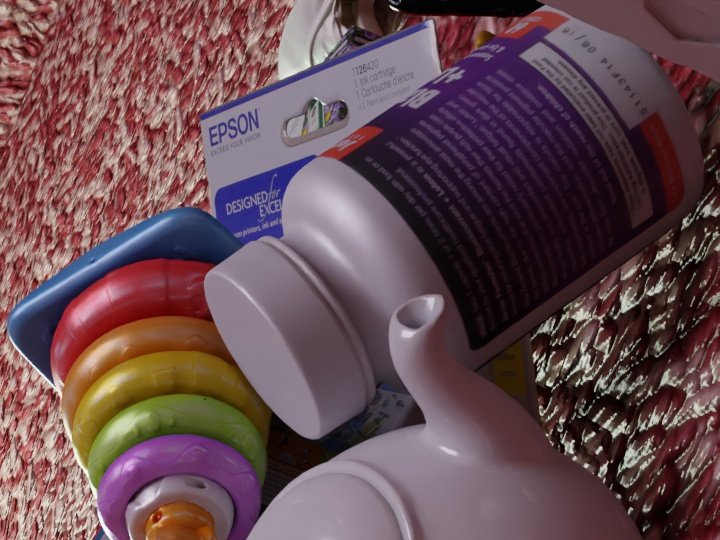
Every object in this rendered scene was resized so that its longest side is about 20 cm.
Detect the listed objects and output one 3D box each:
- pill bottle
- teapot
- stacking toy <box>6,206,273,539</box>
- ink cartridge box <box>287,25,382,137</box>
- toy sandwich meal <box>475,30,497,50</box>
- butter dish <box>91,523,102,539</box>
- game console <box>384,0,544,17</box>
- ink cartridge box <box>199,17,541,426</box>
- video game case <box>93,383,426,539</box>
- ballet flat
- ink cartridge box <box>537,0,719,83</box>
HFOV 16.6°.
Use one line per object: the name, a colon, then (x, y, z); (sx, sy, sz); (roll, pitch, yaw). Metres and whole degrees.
pill bottle: (0.037, -0.018, 1.037); (0.199, 0.112, 0.111); (-35, 7, -18)
teapot: (0.009, 0.147, 0.966); (0.197, 0.145, 0.201); (-34, 49, 39)
stacking toy: (-0.078, 0.081, 1.050); (0.116, 0.110, 0.201); (-31, 37, 15)
ink cartridge box: (-0.021, -0.037, 1.504); (0.109, 0.050, 0.201); (-47, 28, 53)
toy sandwich meal: (0.045, -0.030, 1.256); (0.206, 0.070, 0.206); (-90, 26, -49)
butter dish: (-0.044, 0.186, 1.170); (0.199, 0.148, 0.200); (9, 63, 48)
game console: (0.096, -0.234, 1.262); (0.201, 0.171, 0.119); (-87, -2, -46)
ink cartridge box: (0.000, 0.000, 1.208); (0.197, 0.047, 0.202); (-16, 75, 51)
video game case: (-0.039, 0.085, 1.123); (0.143, 0.018, 0.201); (15, 67, 50)
ballet flat: (0.006, -0.177, 1.577); (0.201, 0.069, 0.070); (-60, 19, 28)
ink cartridge box: (0.140, -0.178, 0.996); (0.086, 0.146, 0.201); (-53, 24, 39)
